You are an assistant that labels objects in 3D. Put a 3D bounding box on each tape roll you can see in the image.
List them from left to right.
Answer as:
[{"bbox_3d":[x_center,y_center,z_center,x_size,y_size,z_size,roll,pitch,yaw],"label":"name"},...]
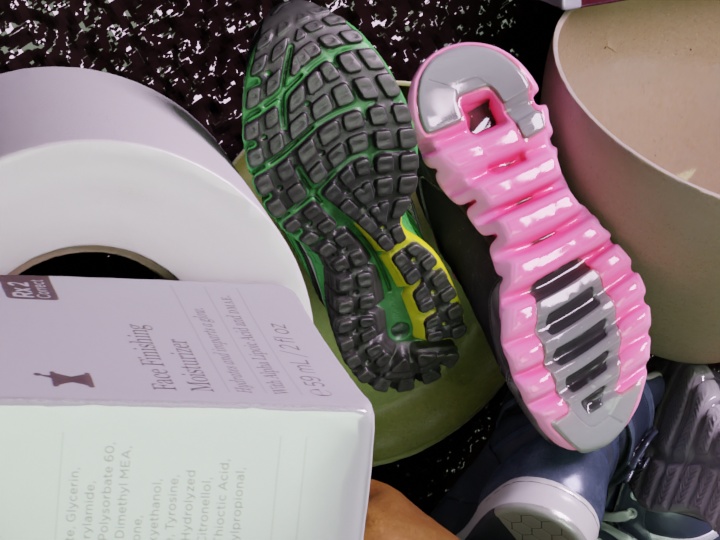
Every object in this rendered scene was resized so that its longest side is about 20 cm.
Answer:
[{"bbox_3d":[-0.131,0.020,1.251,0.202,0.139,0.203,-4,108,-12],"label":"tape roll"}]

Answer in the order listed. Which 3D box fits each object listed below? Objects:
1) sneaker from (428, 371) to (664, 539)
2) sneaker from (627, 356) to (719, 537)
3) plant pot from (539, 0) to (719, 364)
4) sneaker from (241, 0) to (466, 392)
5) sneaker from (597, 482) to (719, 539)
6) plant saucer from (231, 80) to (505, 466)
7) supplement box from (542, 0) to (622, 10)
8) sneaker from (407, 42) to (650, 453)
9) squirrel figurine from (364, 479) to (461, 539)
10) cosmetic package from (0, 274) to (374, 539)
[{"bbox_3d":[0.080,0.109,1.409,0.077,0.202,0.146,32,54,-11],"label":"sneaker"},{"bbox_3d":[0.209,0.105,1.381,0.112,0.200,0.078,17,103,-23],"label":"sneaker"},{"bbox_3d":[0.172,-0.033,1.381,0.200,0.200,0.135,-1,129,-25],"label":"plant pot"},{"bbox_3d":[-0.014,-0.039,1.301,0.078,0.085,0.200,-21,124,-7],"label":"sneaker"},{"bbox_3d":[0.115,0.153,1.471,0.200,0.070,0.109,-18,105,-11],"label":"sneaker"},{"bbox_3d":[0.000,0.000,1.387,0.200,0.031,0.200,-8,109,-22],"label":"plant saucer"},{"bbox_3d":[0.173,-0.199,1.386,0.200,0.061,0.109,-12,111,-22],"label":"supplement box"},{"bbox_3d":[0.071,-0.007,1.324,0.079,0.095,0.200,-19,86,-21],"label":"sneaker"},{"bbox_3d":[0.017,0.200,1.259,0.200,0.187,0.142,8,116,8],"label":"squirrel figurine"},{"bbox_3d":[-0.115,0.102,1.118,0.200,0.165,0.165,3,106,-15],"label":"cosmetic package"}]
